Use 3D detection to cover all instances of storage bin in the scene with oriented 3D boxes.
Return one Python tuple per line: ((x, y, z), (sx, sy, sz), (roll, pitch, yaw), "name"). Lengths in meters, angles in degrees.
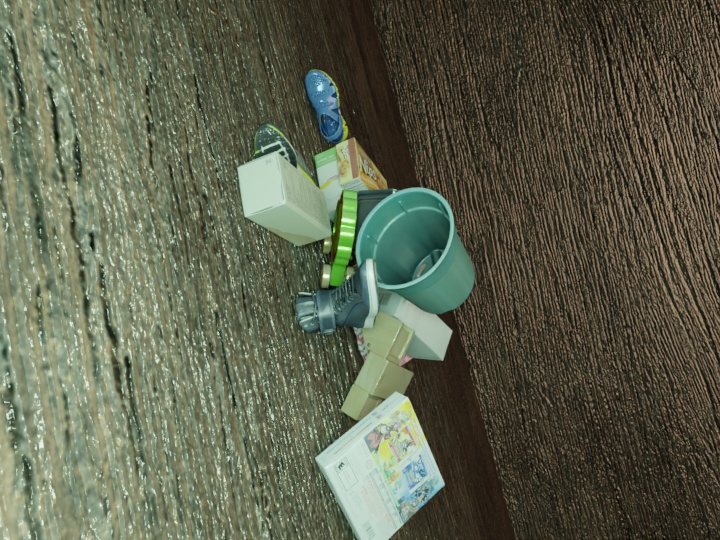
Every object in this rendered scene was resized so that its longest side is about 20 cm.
((0.057, -0.061, 1.170), (0.201, 0.142, 0.137), (69, 25, -53), "storage bin")

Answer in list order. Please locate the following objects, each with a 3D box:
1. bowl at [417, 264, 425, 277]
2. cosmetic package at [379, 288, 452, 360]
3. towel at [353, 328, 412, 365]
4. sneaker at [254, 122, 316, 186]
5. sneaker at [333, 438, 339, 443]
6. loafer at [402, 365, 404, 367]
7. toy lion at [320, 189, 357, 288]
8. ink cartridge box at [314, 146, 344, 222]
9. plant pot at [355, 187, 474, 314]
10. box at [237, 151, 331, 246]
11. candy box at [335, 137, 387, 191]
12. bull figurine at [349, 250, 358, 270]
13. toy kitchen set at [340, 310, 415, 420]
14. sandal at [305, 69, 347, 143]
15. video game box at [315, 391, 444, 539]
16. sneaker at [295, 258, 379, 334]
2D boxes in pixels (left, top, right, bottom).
((0.102, 0.007, 1.353), (0.201, 0.196, 0.092), (-51, 132, -71), "bowl")
((0.108, 0.121, 1.190), (0.200, 0.112, 0.082), (43, 59, -32), "cosmetic package")
((0.053, 0.147, 1.227), (0.145, 0.030, 0.204), (-30, 109, -40), "towel")
((-0.145, -0.208, 0.990), (0.201, 0.073, 0.082), (60, 10, -57), "sneaker")
((0.016, 0.371, 0.939), (0.199, 0.078, 0.133), (37, 45, -51), "sneaker")
((0.078, 0.204, 1.336), (0.200, 0.066, 0.077), (50, 30, -53), "loafer")
((-0.036, -0.075, 1.034), (0.202, 0.067, 0.195), (-94, -167, -56), "toy lion")
((-0.049, -0.180, 1.278), (0.117, 0.066, 0.204), (39, 37, -62), "ink cartridge box")
((0.122, -0.019, 1.015), (0.196, 0.197, 0.204), (40, 35, -49), "plant pot")
((-0.127, -0.118, 0.921), (0.200, 0.076, 0.097), (33, 43, -67), "box")
((0.011, -0.216, 1.284), (0.200, 0.054, 0.118), (41, 36, -55), "candy box")
((0.000, 0.000, 1.278), (0.203, 0.064, 0.122), (-93, 157, -43), "bull figurine")
((0.004, 0.185, 1.095), (0.203, 0.178, 0.163), (-63, 150, -6), "toy kitchen set")
((-0.089, -0.423, 1.374), (0.088, 0.078, 0.203), (-72, 142, -58), "sandal")
((0.039, 0.341, 0.888), (0.047, 0.180, 0.203), (16, -47, 59), "video game box")
((-0.041, 0.049, 0.898), (0.204, 0.142, 0.078), (99, -10, -59), "sneaker")
